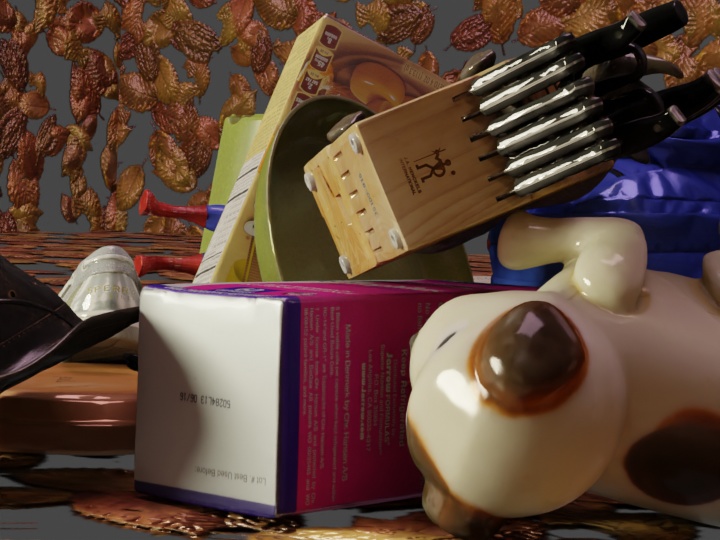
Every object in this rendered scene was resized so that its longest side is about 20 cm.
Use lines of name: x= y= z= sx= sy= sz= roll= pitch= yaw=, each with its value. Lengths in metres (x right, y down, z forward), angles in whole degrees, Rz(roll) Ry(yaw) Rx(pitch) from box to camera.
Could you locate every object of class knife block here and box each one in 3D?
knife block: x=0.076 y=-0.064 z=0.916 sx=0.175 sy=0.064 sz=0.200 roll=-22 pitch=-1 yaw=-13

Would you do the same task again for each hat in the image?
hat: x=-0.197 y=0.027 z=0.935 sx=0.200 sy=0.081 sz=0.201 roll=-28 pitch=1 yaw=0

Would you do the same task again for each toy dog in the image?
toy dog: x=0.109 y=0.061 z=0.857 sx=0.200 sy=0.140 sz=0.194 roll=0 pitch=48 yaw=-30

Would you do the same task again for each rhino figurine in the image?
rhino figurine: x=0.078 y=-0.067 z=0.986 sx=0.200 sy=0.087 sz=0.060 roll=-22 pitch=23 yaw=33

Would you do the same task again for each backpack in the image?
backpack: x=0.169 y=-0.012 z=1.076 sx=0.200 sy=0.168 sz=0.162 roll=-7 pitch=1 yaw=-20

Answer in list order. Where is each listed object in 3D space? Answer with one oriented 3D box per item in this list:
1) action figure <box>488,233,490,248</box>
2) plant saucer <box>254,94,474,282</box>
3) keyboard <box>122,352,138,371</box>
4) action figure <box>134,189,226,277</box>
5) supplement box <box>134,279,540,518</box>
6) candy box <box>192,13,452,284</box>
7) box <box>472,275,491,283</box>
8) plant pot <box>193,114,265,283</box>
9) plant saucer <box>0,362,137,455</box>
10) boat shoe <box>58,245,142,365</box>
action figure: x=0.122 y=0.013 z=1.181 sx=0.052 sy=0.065 sz=0.200 roll=-15 pitch=-50 yaw=38
plant saucer: x=0.000 y=0.000 z=1.089 sx=0.031 sy=0.200 sz=0.200 roll=-21 pitch=-10 yaw=31
keyboard: x=-0.048 y=0.060 z=1.087 sx=0.104 sy=0.040 sz=0.200 roll=25 pitch=4 yaw=18
action figure: x=-0.040 y=-0.013 z=1.223 sx=0.200 sy=0.065 sz=0.052 roll=4 pitch=-5 yaw=-14
supplement box: x=-0.001 y=0.057 z=0.944 sx=0.101 sy=0.103 sz=0.200 roll=3 pitch=2 yaw=43
candy box: x=-0.017 y=-0.040 z=1.180 sx=0.115 sy=0.200 sz=0.055 roll=26 pitch=-18 yaw=-15
box: x=0.098 y=0.044 z=1.488 sx=0.082 sy=0.068 sz=0.200 roll=1 pitch=4 yaw=4
plant pot: x=-0.036 y=-0.012 z=1.330 sx=0.200 sy=0.190 sz=0.200 roll=2 pitch=3 yaw=0
plant saucer: x=-0.161 y=0.076 z=1.110 sx=0.200 sy=0.032 sz=0.200 roll=2 pitch=3 yaw=0
boat shoe: x=-0.172 y=0.037 z=1.247 sx=0.074 sy=0.065 sz=0.202 roll=2 pitch=-13 yaw=-12
